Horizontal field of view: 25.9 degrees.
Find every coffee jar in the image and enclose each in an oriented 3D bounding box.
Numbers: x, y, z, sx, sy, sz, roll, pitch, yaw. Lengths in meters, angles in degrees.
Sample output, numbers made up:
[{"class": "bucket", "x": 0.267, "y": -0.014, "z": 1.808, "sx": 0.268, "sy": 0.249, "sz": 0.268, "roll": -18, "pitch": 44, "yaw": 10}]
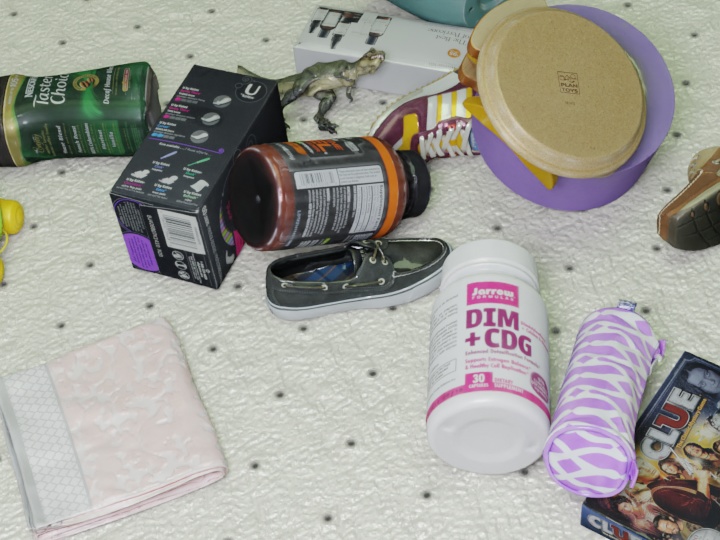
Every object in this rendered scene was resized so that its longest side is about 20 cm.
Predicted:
[{"class": "coffee jar", "x": -0.325, "y": -0.173, "z": 1.745, "sx": 0.198, "sy": 0.086, "sz": 0.105, "roll": -6, "pitch": 48, "yaw": 3}]

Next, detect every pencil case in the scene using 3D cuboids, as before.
[{"class": "pencil case", "x": 0.220, "y": 0.116, "z": 1.401, "sx": 0.085, "sy": 0.084, "sz": 0.200, "roll": 18, "pitch": 38, "yaw": 8}]

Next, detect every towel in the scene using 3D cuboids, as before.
[{"class": "towel", "x": -0.242, "y": 0.147, "z": 1.490, "sx": 0.189, "sy": 0.032, "sz": 0.201, "roll": -19, "pitch": 50, "yaw": -10}]

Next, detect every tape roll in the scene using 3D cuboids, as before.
[{"class": "tape roll", "x": 0.220, "y": -0.170, "z": 1.632, "sx": 0.198, "sy": 0.085, "sz": 0.202, "roll": 4, "pitch": 65, "yaw": -8}]

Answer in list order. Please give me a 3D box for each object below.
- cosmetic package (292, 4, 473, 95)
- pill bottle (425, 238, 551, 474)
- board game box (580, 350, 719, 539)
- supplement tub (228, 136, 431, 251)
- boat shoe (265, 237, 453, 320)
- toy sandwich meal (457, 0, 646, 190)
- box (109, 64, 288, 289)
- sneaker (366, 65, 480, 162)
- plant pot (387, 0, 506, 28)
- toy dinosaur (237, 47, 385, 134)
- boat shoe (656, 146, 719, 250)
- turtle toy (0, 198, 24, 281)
[{"class": "cosmetic package", "x": 0.030, "y": -0.249, "z": 1.792, "sx": 0.198, "sy": 0.051, "sz": 0.083, "roll": 11, "pitch": 52, "yaw": 16}, {"class": "pill bottle", "x": 0.119, "y": 0.076, "z": 1.451, "sx": 0.112, "sy": 0.114, "sz": 0.201, "roll": -1, "pitch": 48, "yaw": 6}, {"class": "board game box", "x": 0.302, "y": 0.175, "z": 1.395, "sx": 0.135, "sy": 0.035, "sz": 0.200, "roll": 24, "pitch": 56, "yaw": 25}, {"class": "supplement tub", "x": -0.027, "y": -0.080, "z": 1.583, "sx": 0.199, "sy": 0.108, "sz": 0.107, "roll": -8, "pitch": 42, "yaw": -35}, {"class": "boat shoe", "x": 0.000, "y": 0.000, "z": 1.571, "sx": 0.198, "sy": 0.057, "sz": 0.069, "roll": -15, "pitch": 48, "yaw": -6}, {"class": "toy sandwich meal", "x": 0.186, "y": -0.173, "z": 1.549, "sx": 0.203, "sy": 0.070, "sz": 0.207, "roll": 8, "pitch": 66, "yaw": -18}, {"class": "box", "x": -0.161, "y": -0.099, "z": 1.635, "sx": 0.105, "sy": 0.123, "sz": 0.201, "roll": 13, "pitch": 52, "yaw": 18}, {"class": "sneaker", "x": 0.093, "y": -0.153, "z": 1.684, "sx": 0.199, "sy": 0.075, "sz": 0.090, "roll": -37, "pitch": 54, "yaw": -21}, {"class": "plant pot", "x": 0.105, "y": -0.374, "z": 1.805, "sx": 0.200, "sy": 0.201, "sz": 0.161, "roll": -37, "pitch": 65, "yaw": -24}, {"class": "toy dinosaur", "x": -0.058, "y": -0.200, "z": 1.760, "sx": 0.198, "sy": 0.047, "sz": 0.089, "roll": -3, "pitch": 62, "yaw": 27}, {"class": "boat shoe", "x": 0.370, "y": -0.088, "z": 1.600, "sx": 0.199, "sy": 0.076, "sz": 0.074, "roll": -29, "pitch": 46, "yaw": -28}, {"class": "turtle toy", "x": -0.444, "y": -0.036, "z": 1.628, "sx": 0.144, "sy": 0.102, "sz": 0.201, "roll": 2, "pitch": 49, "yaw": 9}]
